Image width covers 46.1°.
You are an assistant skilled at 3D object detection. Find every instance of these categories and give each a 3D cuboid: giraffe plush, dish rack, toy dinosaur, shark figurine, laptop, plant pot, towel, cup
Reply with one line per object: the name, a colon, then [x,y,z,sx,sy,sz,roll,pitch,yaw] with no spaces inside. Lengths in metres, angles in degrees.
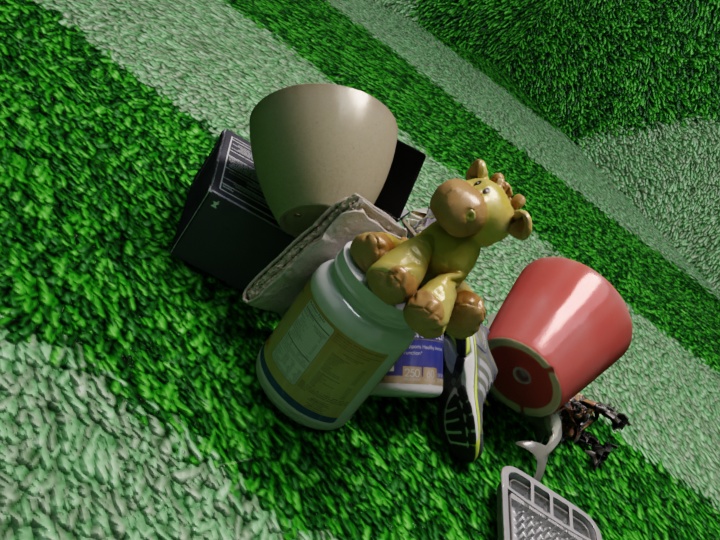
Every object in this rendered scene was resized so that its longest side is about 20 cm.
giraffe plush: [0.111,-0.036,0.965,0.173,0.163,0.200,44,26,15]
dish rack: [0.239,0.359,1.081,0.171,0.044,0.200,34,25,-9]
toy dinosaur: [0.370,0.239,1.409,0.199,0.103,0.135,-24,45,-38]
shark figurine: [0.271,0.243,1.290,0.127,0.090,0.215,-5,27,-7]
laptop: [0.004,-0.168,1.279,0.186,0.117,0.200,29,13,5]
plant pot: [0.280,0.108,1.268,0.200,0.201,0.177,42,53,10]
towel: [-0.040,-0.007,1.071,0.132,0.200,0.035,28,25,-51]
cup: [-0.052,-0.123,1.100,0.199,0.200,0.145,20,61,-32]

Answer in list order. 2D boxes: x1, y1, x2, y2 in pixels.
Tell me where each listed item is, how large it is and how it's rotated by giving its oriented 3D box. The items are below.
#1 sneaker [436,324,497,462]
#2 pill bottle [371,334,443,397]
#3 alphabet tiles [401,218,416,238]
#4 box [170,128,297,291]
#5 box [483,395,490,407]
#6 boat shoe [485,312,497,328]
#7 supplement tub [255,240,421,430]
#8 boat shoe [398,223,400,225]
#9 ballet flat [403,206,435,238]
sneaker: [0.155,0.162,1.165,0.080,0.202,0.074,0,-2,-39]
pill bottle: [0.055,0.068,1.139,0.115,0.115,0.202,10,77,-44]
alphabet tiles: [0.132,0.003,1.373,0.200,0.008,0.167,53,0,20]
box: [-0.147,-0.069,1.208,0.199,0.124,0.199,29,26,-18]
box: [0.134,0.100,1.304,0.160,0.049,0.201,58,15,-27]
boat shoe: [0.245,0.123,1.443,0.201,0.069,0.072,-41,118,-72]
supplement tub: [-0.022,0.079,1.029,0.144,0.200,0.145,30,26,-16]
boat shoe: [0.053,-0.011,1.433,0.065,0.073,0.201,38,33,-19]
ballet flat: [0.122,-0.092,1.670,0.072,0.072,0.200,36,24,-2]
